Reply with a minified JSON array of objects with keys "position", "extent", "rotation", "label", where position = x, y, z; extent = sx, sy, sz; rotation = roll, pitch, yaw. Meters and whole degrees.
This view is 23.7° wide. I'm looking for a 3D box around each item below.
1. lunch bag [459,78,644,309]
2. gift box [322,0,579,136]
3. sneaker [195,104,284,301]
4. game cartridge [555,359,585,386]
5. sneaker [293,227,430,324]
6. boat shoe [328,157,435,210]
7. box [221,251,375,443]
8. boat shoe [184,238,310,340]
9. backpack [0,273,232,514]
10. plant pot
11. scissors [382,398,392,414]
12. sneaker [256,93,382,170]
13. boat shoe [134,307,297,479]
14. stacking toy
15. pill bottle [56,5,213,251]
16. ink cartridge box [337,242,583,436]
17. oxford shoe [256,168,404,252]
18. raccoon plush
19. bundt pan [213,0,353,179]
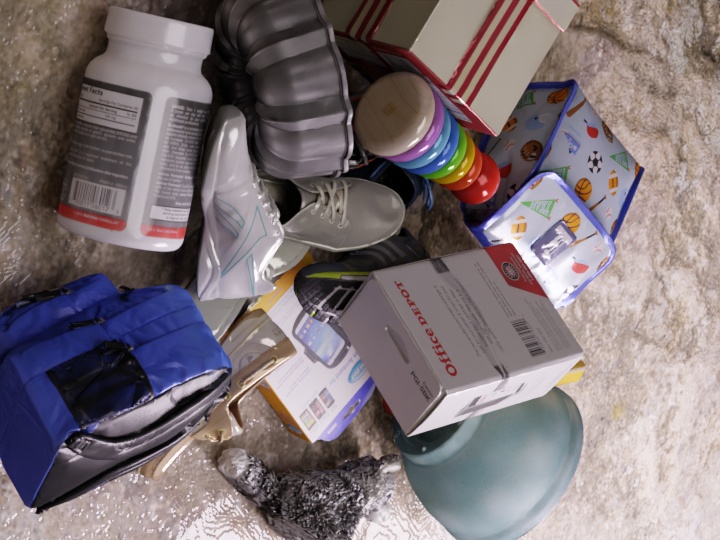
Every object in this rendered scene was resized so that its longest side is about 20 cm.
[{"position":[0.204,-0.080,1.859],"extent":[0.170,0.124,0.200],"rotation":[45,62,-36],"label":"lunch bag"},{"position":[0.085,-0.268,1.677],"extent":[0.187,0.184,0.200],"rotation":[-58,137,-9],"label":"gift box"},{"position":[-0.108,-0.061,1.556],"extent":[0.080,0.071,0.201],"rotation":[2,125,-4],"label":"sneaker"},{"position":[0.115,0.067,1.815],"extent":[0.199,0.176,0.033],"rotation":[-10,137,-38],"label":"game cartridge"},{"position":[0.000,0.000,1.731],"extent":[0.200,0.081,0.074],"rotation":[-4,145,-50],"label":"sneaker"},{"position":[0.038,-0.085,1.766],"extent":[0.200,0.069,0.084],"rotation":[-36,123,-28],"label":"boat shoe"},{"position":[-0.058,0.082,1.754],"extent":[0.119,0.041,0.200],"rotation":[-48,130,-21],"label":"box"},{"position":[-0.117,-0.001,1.663],"extent":[0.072,0.060,0.202],"rotation":[44,68,-7],"label":"boat shoe"},{"position":[-0.223,0.089,1.518],"extent":[0.200,0.163,0.168],"rotation":[-21,76,-31],"label":"backpack"},{"position":[0.120,0.177,1.839],"extent":[0.134,0.200,0.201],"rotation":[39,76,-31],"label":"plant pot"},{"position":[0.028,0.087,1.796],"extent":[0.073,0.014,0.200],"rotation":[-58,153,-19],"label":"scissors"},{"position":[-0.026,-0.131,1.689],"extent":[0.200,0.082,0.077],"rotation":[-23,117,-34],"label":"sneaker"},{"position":[-0.138,0.130,1.639],"extent":[0.200,0.069,0.074],"rotation":[-50,175,7],"label":"boat shoe"},{"position":[0.079,-0.117,1.690],"extent":[0.200,0.085,0.086],"rotation":[33,80,-51],"label":"stacking toy"},{"position":[-0.195,-0.125,1.521],"extent":[0.116,0.116,0.201],"rotation":[8,97,-42],"label":"pill bottle"},{"position":[0.098,0.065,1.694],"extent":[0.200,0.147,0.083],"rotation":[-11,151,-40],"label":"ink cartridge box"},{"position":[-0.040,-0.061,1.646],"extent":[0.199,0.058,0.076],"rotation":[5,73,-30],"label":"oxford shoe"},{"position":[-0.039,0.209,1.777],"extent":[0.134,0.097,0.200],"rotation":[-56,131,-24],"label":"raccoon plush"},{"position":[-0.078,-0.172,1.560],"extent":[0.076,0.202,0.203],"rotation":[-17,114,-17],"label":"bundt pan"}]
